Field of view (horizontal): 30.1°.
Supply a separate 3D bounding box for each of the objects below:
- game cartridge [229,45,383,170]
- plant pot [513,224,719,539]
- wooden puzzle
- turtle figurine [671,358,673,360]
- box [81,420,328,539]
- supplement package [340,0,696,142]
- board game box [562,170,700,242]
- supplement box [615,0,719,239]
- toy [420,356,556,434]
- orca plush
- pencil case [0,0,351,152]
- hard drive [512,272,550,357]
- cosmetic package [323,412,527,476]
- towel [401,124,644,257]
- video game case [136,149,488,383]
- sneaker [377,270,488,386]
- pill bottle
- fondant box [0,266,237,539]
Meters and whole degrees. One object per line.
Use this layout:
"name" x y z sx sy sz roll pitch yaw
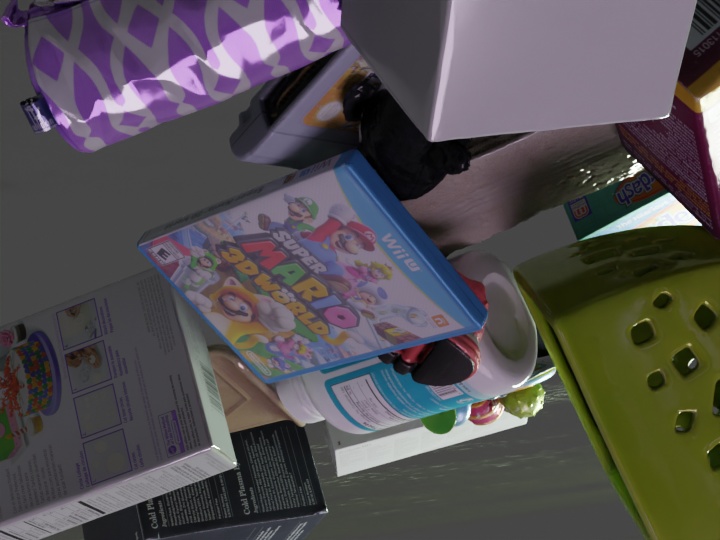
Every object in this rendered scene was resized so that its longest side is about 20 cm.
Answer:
"game cartridge" 0.027 -0.120 0.788 0.133 0.042 0.200 9 144 -36
"plant pot" 0.236 0.060 0.933 0.181 0.200 0.199 -26 -170 4
"wooden puzzle" -0.163 0.106 1.102 0.200 0.037 0.185 -10 156 11
"turtle figurine" 0.311 0.034 1.193 0.200 0.064 0.161 -46 166 32
"box" -0.157 0.236 1.299 0.182 0.104 0.200 -4 151 -28
"supplement package" 0.070 -0.169 0.542 0.117 0.117 0.200 -8 127 -20
"board game box" 0.271 -0.049 1.067 0.152 0.045 0.200 -29 151 24
"supplement box" 0.219 -0.125 0.781 0.131 0.103 0.200 -40 152 -1
"toy" 0.117 0.110 1.158 0.115 0.047 0.200 -10 179 36
"orca plush" 0.062 -0.088 0.749 0.105 0.071 0.200 7 145 -41
"pencil case" -0.072 -0.129 0.661 0.200 0.084 0.086 -21 114 5
"hard drive" 0.133 0.040 1.122 0.200 0.042 0.135 -16 158 27
"cosmetic package" 0.065 0.141 1.311 0.200 0.051 0.083 -15 156 -7
"towel" 0.109 -0.072 0.934 0.200 0.035 0.133 -23 156 13
"video game case" -0.035 0.005 0.864 0.200 0.018 0.143 -18 123 41
"sneaker" 0.000 0.000 0.922 0.200 0.087 0.074 31 140 -5
"pill bottle" 0.029 0.063 1.045 0.200 0.111 0.111 -20 157 33
"fondant box" -0.203 0.100 0.953 0.200 0.145 0.058 -20 156 6
